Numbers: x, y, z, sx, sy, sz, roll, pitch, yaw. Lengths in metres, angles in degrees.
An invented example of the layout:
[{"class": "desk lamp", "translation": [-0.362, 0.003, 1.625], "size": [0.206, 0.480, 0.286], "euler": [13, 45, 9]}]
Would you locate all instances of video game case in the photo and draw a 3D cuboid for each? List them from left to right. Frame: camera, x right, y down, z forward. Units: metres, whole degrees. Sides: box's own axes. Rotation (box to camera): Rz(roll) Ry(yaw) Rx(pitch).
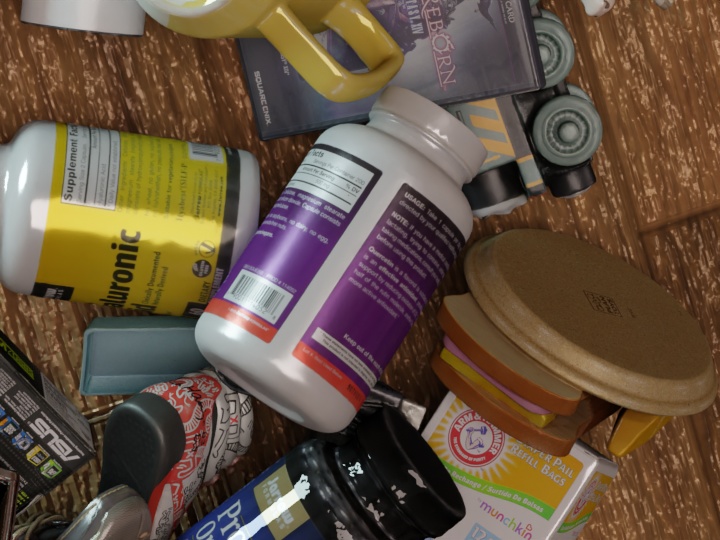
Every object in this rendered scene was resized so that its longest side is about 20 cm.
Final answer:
[{"class": "video game case", "translation": [0.010, -0.168, 1.683], "size": [0.199, 0.019, 0.144], "euler": [-9, 100, 26]}]

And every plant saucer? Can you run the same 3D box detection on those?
[{"class": "plant saucer", "translation": [-0.083, 0.053, 1.733], "size": [0.198, 0.019, 0.070], "euler": [0, 140, -10]}]

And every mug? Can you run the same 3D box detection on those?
[{"class": "mug", "translation": [-0.057, -0.200, 1.609], "size": [0.186, 0.153, 0.150], "euler": [21, 110, 17]}]

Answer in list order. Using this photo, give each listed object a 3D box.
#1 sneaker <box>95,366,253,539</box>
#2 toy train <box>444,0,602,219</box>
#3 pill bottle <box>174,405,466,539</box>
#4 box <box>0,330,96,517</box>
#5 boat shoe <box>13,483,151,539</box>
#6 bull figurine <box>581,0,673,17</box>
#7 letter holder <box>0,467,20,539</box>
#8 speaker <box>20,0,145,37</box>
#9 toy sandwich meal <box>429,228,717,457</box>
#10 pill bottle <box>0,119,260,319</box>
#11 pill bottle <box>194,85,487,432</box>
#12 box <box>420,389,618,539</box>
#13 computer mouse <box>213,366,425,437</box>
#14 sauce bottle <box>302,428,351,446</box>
[{"class": "sneaker", "translation": [-0.131, 0.151, 1.727], "size": [0.067, 0.108, 0.202], "euler": [37, 126, 23]}, {"class": "toy train", "translation": [0.083, -0.133, 1.727], "size": [0.113, 0.085, 0.201], "euler": [-20, 102, 5]}, {"class": "pill bottle", "translation": [-0.037, 0.176, 1.648], "size": [0.200, 0.112, 0.112], "euler": [-38, 102, 10]}, {"class": "box", "translation": [-0.299, 0.101, 1.665], "size": [0.193, 0.048, 0.200], "euler": [-37, 118, 8]}, {"class": "boat shoe", "translation": [-0.206, 0.192, 1.680], "size": [0.073, 0.074, 0.200], "euler": [53, 124, 16]}, {"class": "bull figurine", "translation": [0.149, -0.216, 1.674], "size": [0.121, 0.200, 0.065], "euler": [24, 115, -29]}, {"class": "letter holder", "translation": [-0.288, 0.227, 1.616], "size": [0.100, 0.142, 0.201], "euler": [17, 119, -14]}, {"class": "speaker", "translation": [-0.163, -0.250, 1.664], "size": [0.081, 0.081, 0.202], "euler": [6, 97, -11]}, {"class": "toy sandwich meal", "translation": [0.138, 0.050, 1.711], "size": [0.204, 0.206, 0.071], "euler": [23, 116, -12]}, {"class": "pill bottle", "translation": [-0.169, -0.035, 1.675], "size": [0.199, 0.111, 0.112], "euler": [8, 96, -10]}, {"class": "pill bottle", "translation": [-0.007, -0.009, 1.623], "size": [0.112, 0.112, 0.201], "euler": [36, 80, -13]}, {"class": "box", "translation": [0.066, 0.179, 1.732], "size": [0.112, 0.101, 0.201], "euler": [34, 91, 15]}, {"class": "computer mouse", "translation": [0.000, 0.000, 1.700], "size": [0.138, 0.053, 0.201], "euler": [21, 68, -1]}, {"class": "sauce bottle", "translation": [-0.040, 0.174, 1.751], "size": [0.066, 0.066, 0.201], "euler": [20, 91, -12]}]
